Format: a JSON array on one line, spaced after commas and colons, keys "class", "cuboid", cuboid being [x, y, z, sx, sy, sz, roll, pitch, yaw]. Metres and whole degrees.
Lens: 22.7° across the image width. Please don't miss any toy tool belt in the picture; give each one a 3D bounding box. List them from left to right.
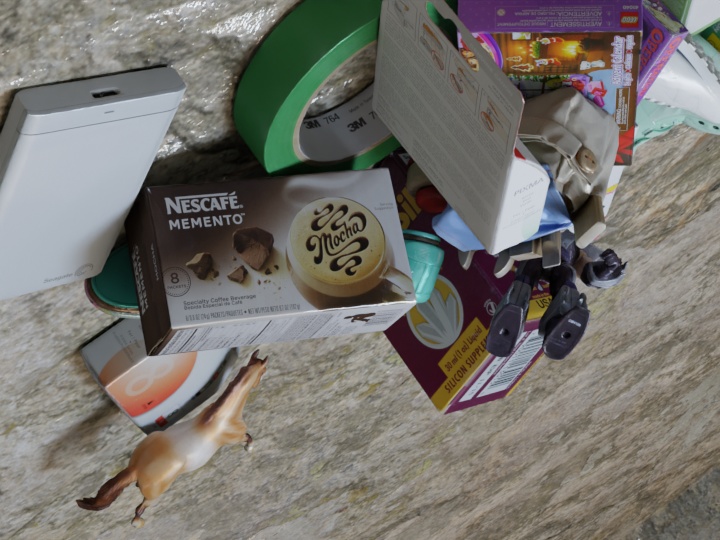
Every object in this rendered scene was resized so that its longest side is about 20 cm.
[{"class": "toy tool belt", "cuboid": [0.110, -0.054, 1.393, 0.199, 0.124, 0.124, -19, 146, 40]}]

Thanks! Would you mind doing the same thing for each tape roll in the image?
[{"class": "tape roll", "cuboid": [-0.002, -0.149, 1.373, 0.200, 0.048, 0.201, -30, 156, -15]}]

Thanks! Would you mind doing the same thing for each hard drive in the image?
[{"class": "hard drive", "cuboid": [-0.212, -0.057, 1.273, 0.131, 0.027, 0.200, -16, 150, -41]}]

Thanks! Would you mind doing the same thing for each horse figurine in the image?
[{"class": "horse figurine", "cuboid": [-0.161, 0.165, 1.623, 0.199, 0.050, 0.133, -30, 158, -21]}]

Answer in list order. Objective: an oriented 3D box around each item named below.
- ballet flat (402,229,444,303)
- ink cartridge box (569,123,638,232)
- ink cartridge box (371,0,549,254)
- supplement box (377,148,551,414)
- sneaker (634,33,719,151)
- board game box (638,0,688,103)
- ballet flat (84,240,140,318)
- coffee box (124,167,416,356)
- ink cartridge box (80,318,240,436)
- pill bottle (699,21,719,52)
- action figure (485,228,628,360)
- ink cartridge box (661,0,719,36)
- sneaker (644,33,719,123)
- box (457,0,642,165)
[{"class": "ballet flat", "cuboid": [0.000, 0.000, 1.509, 0.067, 0.200, 0.071, 17, 84, -29]}, {"class": "ink cartridge box", "cuboid": [0.167, -0.080, 1.700, 0.147, 0.086, 0.201, -28, 154, -20]}, {"class": "ink cartridge box", "cuboid": [0.073, -0.125, 1.259, 0.050, 0.161, 0.200, -28, 155, -20]}, {"class": "supplement box", "cuboid": [0.081, 0.004, 1.584, 0.103, 0.200, 0.131, -10, 146, -46]}, {"class": "sneaker", "cuboid": [0.299, -0.139, 1.722, 0.074, 0.118, 0.201, -46, 166, -36]}, {"class": "board game box", "cuboid": [0.182, -0.167, 1.512, 0.032, 0.120, 0.200, -15, 150, -40]}, {"class": "ballet flat", "cuboid": [-0.132, -0.010, 1.441, 0.199, 0.069, 0.071, -28, 175, -22]}, {"class": "coffee box", "cuboid": [-0.070, -0.007, 1.374, 0.198, 0.114, 0.080, -5, 164, -21]}, {"class": "ink cartridge box", "cuboid": [-0.133, 0.057, 1.574, 0.199, 0.050, 0.162, -32, 157, -4]}, {"class": "pill bottle", "cuboid": [0.410, -0.174, 1.721, 0.112, 0.200, 0.113, -30, 156, -15]}, {"class": "action figure", "cuboid": [0.156, -0.002, 1.486, 0.200, 0.129, 0.070, -73, 178, -57]}, {"class": "ink cartridge box", "cuboid": [0.344, -0.303, 1.580, 0.145, 0.048, 0.200, -30, 156, -17]}, {"class": "sneaker", "cuboid": [0.256, -0.184, 1.585, 0.200, 0.077, 0.080, 35, 109, -31]}, {"class": "box", "cuboid": [0.147, -0.144, 1.390, 0.136, 0.039, 0.200, 0, 154, 7]}]
